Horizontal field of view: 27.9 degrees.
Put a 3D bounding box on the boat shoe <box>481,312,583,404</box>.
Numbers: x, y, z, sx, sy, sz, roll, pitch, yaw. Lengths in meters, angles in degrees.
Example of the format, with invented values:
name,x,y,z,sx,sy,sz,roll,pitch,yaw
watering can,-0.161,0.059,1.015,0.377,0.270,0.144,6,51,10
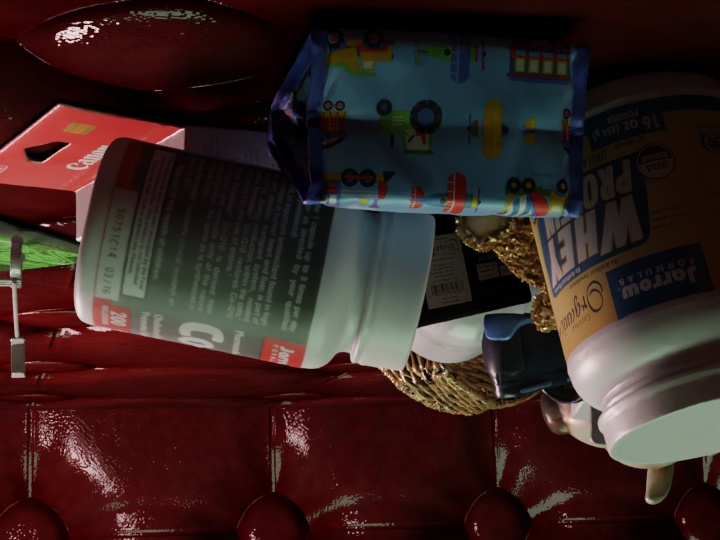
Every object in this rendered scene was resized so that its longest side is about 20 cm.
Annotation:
name,x,y,z,sx,sy,sz,roll,pitch,yaw
boat shoe,0.152,0.069,1.104,0.199,0.069,0.084,4,177,-43

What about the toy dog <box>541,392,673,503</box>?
name,x,y,z,sx,sy,sz,roll,pitch,yaw
toy dog,0.244,0.118,1.373,0.139,0.196,0.200,5,174,30

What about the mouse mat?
name,x,y,z,sx,sy,sz,roll,pitch,yaw
mouse mat,-0.330,-0.019,1.291,0.160,0.008,0.200,-6,170,22

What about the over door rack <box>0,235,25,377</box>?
name,x,y,z,sx,sy,sz,roll,pitch,yaw
over door rack,-0.370,0.025,1.274,0.146,0.067,0.200,1,149,-12

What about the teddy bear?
name,x,y,z,sx,sy,sz,roll,pitch,yaw
teddy bear,0.146,-0.007,0.991,0.199,0.146,0.067,20,127,-25

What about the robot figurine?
name,x,y,z,sx,sy,sz,roll,pitch,yaw
robot figurine,0.084,0.018,1.259,0.168,0.114,0.200,-2,170,-7

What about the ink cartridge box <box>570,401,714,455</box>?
name,x,y,z,sx,sy,sz,roll,pitch,yaw
ink cartridge box,0.241,0.067,1.243,0.115,0.202,0.067,6,156,-4

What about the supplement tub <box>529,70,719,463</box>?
name,x,y,z,sx,sy,sz,roll,pitch,yaw
supplement tub,0.182,0.000,0.861,0.143,0.202,0.145,-10,157,-4

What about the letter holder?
name,x,y,z,sx,sy,sz,roll,pitch,yaw
letter holder,0.000,0.000,1.073,0.199,0.101,0.142,-11,178,-31

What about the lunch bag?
name,x,y,z,sx,sy,sz,roll,pitch,yaw
lunch bag,0.028,-0.082,0.839,0.149,0.095,0.200,2,-177,-10

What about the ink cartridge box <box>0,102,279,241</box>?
name,x,y,z,sx,sy,sz,roll,pitch,yaw
ink cartridge box,-0.157,-0.059,0.995,0.175,0.045,0.200,3,168,-31

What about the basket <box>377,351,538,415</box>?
name,x,y,z,sx,sy,sz,roll,pitch,yaw
basket,0.089,0.083,1.541,0.148,0.144,0.199,-10,166,37

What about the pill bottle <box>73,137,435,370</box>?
name,x,y,z,sx,sy,sz,roll,pitch,yaw
pill bottle,-0.062,-0.005,0.868,0.198,0.115,0.114,12,169,-3
